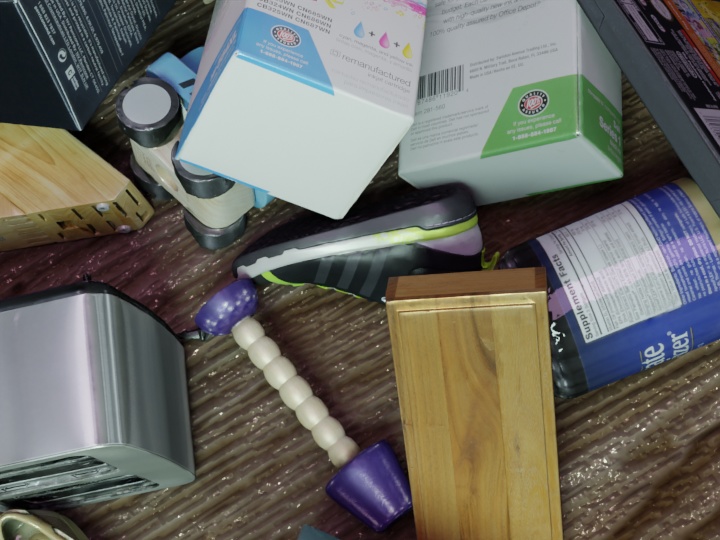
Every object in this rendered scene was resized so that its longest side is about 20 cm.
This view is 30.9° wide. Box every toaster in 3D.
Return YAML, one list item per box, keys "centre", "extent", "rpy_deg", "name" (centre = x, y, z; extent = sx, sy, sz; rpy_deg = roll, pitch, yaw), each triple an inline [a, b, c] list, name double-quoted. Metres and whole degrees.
- centre: [-0.210, 0.090, 0.891]
  extent: [0.199, 0.181, 0.119]
  rpy_deg: [-12, 72, 6]
  name: "toaster"

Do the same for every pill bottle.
- centre: [0.162, 0.019, 0.884]
  extent: [0.199, 0.112, 0.112]
  rpy_deg: [-22, 69, 2]
  name: "pill bottle"

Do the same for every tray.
- centre: [0.077, 0.097, 0.841]
  extent: [0.098, 0.201, 0.037]
  rpy_deg: [-4, 26, 8]
  name: "tray"

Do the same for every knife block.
- centre: [-0.270, -0.109, 1.029]
  extent: [0.199, 0.064, 0.176]
  rpy_deg: [-8, 70, 7]
  name: "knife block"

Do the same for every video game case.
- centre: [0.251, -0.115, 0.895]
  extent: [0.026, 0.180, 0.201]
  rpy_deg: [-45, 63, 36]
  name: "video game case"

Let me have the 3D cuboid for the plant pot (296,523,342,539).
- centre: [0.012, 0.274, 0.784]
  extent: [0.160, 0.201, 0.201]
  rpy_deg: [17, 74, 2]
  name: "plant pot"

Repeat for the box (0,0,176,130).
- centre: [-0.260, -0.218, 0.968]
  extent: [0.199, 0.124, 0.197]
  rpy_deg: [8, 51, 24]
  name: "box"

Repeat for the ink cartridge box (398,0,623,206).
- centre: [0.110, -0.161, 0.947]
  extent: [0.146, 0.084, 0.201]
  rpy_deg: [-9, 67, 33]
  name: "ink cartridge box"

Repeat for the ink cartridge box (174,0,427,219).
- centre: [-0.035, -0.165, 0.916]
  extent: [0.128, 0.125, 0.201]
  rpy_deg: [19, 54, -16]
  name: "ink cartridge box"

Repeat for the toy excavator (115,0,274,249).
- centre: [-0.103, -0.146, 1.010]
  extent: [0.200, 0.100, 0.194]
  rpy_deg: [-41, 68, -20]
  name: "toy excavator"

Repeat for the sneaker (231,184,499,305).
- centre: [0.000, 0.000, 0.940]
  extent: [0.199, 0.072, 0.083]
  rpy_deg: [-11, 106, 24]
  name: "sneaker"

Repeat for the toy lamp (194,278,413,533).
- centre: [-0.036, 0.095, 0.914]
  extent: [0.058, 0.058, 0.200]
  rpy_deg: [-37, 77, -4]
  name: "toy lamp"

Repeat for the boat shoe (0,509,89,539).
- centre: [-0.173, 0.240, 0.887]
  extent: [0.073, 0.063, 0.201]
  rpy_deg: [-43, 75, -8]
  name: "boat shoe"
